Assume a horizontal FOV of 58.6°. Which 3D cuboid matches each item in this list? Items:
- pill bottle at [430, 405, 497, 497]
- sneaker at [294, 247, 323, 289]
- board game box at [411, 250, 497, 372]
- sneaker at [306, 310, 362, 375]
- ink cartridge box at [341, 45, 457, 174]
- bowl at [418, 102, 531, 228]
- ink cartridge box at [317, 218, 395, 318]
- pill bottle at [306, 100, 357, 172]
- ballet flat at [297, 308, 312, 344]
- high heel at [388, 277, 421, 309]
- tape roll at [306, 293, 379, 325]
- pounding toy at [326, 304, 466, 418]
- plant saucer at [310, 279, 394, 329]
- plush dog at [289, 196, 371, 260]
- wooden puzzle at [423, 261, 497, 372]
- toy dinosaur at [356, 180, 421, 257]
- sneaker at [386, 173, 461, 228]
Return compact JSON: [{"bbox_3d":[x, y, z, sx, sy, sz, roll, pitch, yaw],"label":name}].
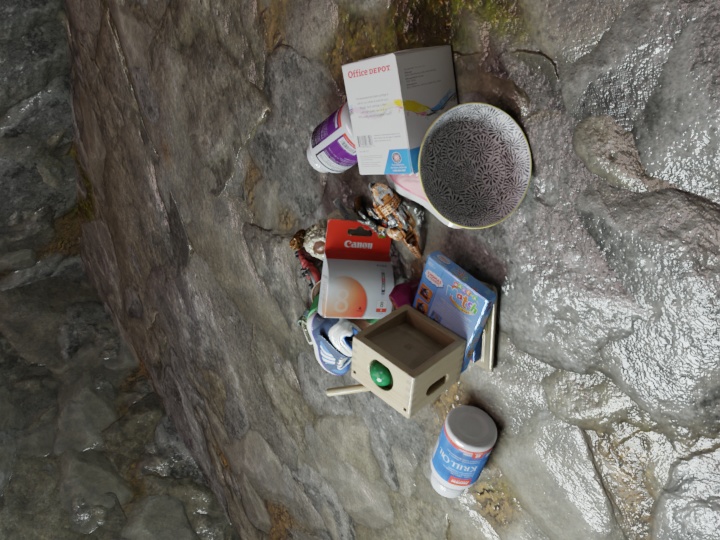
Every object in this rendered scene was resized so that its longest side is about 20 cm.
[{"bbox_3d":[0.211,0.392,1.365,0.112,0.111,0.202,41,137,33],"label":"pill bottle"},{"bbox_3d":[-0.105,-0.017,1.612,0.200,0.097,0.072,-133,21,-64],"label":"sneaker"},{"bbox_3d":[0.170,0.085,1.251,0.151,0.036,0.202,39,136,29],"label":"board game box"},{"bbox_3d":[-0.032,0.181,1.428,0.145,0.081,0.201,19,142,42],"label":"sneaker"},{"bbox_3d":[0.078,-0.288,1.156,0.146,0.144,0.203,10,116,50],"label":"ink cartridge box"},{"bbox_3d":[0.178,-0.173,1.082,0.094,0.198,0.203,-161,54,-76],"label":"bowl"},{"bbox_3d":[0.000,0.000,1.355,0.050,0.160,0.203,27,112,62],"label":"ink cartridge box"},{"bbox_3d":[-0.033,-0.275,1.341,0.199,0.112,0.114,-21,91,55],"label":"pill bottle"},{"bbox_3d":[-0.100,0.186,1.705,0.200,0.074,0.075,45,139,34],"label":"ballet flat"},{"bbox_3d":[0.087,0.112,1.397,0.067,0.095,0.202,30,130,41],"label":"high heel"},{"bbox_3d":[-0.024,0.124,1.494,0.198,0.049,0.202,10,139,9],"label":"tape roll"},{"bbox_3d":[0.065,0.188,1.239,0.183,0.199,0.144,30,132,35],"label":"pounding toy"},{"bbox_3d":[-0.016,0.068,1.491,0.198,0.037,0.202,10,139,9],"label":"plant saucer"},{"bbox_3d":[-0.063,-0.076,1.465,0.171,0.199,0.163,-17,61,45],"label":"plush dog"},{"bbox_3d":[0.188,0.095,1.296,0.199,0.046,0.188,25,127,45],"label":"wooden puzzle"},{"bbox_3d":[0.065,-0.097,1.288,0.136,0.101,0.202,41,150,56],"label":"toy dinosaur"},{"bbox_3d":[0.136,-0.174,1.204,0.200,0.075,0.106,40,134,30],"label":"sneaker"}]
